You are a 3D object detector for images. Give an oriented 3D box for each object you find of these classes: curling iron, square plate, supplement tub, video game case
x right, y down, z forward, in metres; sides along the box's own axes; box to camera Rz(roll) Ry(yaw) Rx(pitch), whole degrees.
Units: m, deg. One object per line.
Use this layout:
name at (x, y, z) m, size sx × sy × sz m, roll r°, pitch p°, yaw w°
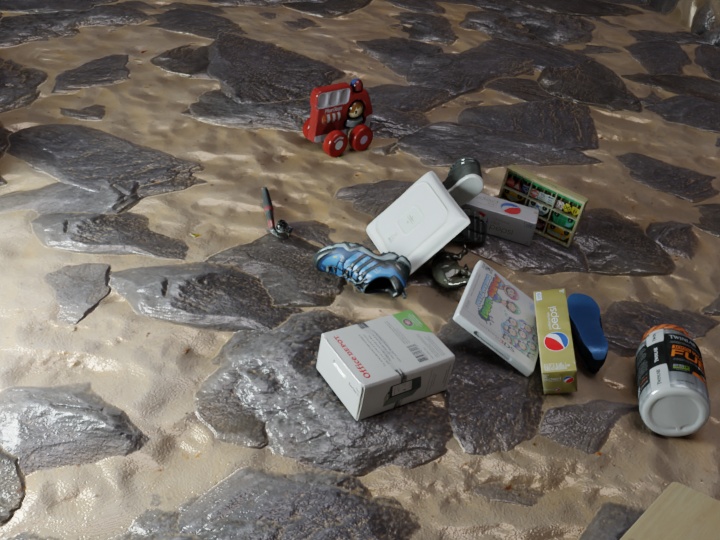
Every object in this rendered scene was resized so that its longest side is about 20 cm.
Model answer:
curling iron at (-0.192, -0.127, 1.963) m, size 0.049 × 0.026 × 0.200 m, roll 18°, pitch 25°, yaw -30°
square plate at (0.112, -0.099, 1.892) m, size 0.028 × 0.198 × 0.201 m, roll 40°, pitch 14°, yaw -42°
supplement tub at (0.571, 0.197, 1.656) m, size 0.121 × 0.123 × 0.201 m, roll 14°, pitch 36°, yaw 3°
video game case at (0.278, 0.089, 1.748) m, size 0.181 × 0.024 × 0.200 m, roll 37°, pitch 37°, yaw -4°

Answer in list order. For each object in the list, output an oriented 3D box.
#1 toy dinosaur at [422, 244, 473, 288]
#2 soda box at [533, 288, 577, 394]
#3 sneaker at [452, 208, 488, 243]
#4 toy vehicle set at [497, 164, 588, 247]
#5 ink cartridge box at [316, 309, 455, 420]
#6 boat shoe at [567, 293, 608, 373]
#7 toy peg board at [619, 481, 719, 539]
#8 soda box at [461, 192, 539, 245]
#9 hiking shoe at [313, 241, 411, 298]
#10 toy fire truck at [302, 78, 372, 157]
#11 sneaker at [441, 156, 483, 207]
toy dinosaur at (0.187, 0.003, 1.868) m, size 0.101 × 0.077 × 0.201 m, roll -13°, pitch 46°, yaw -10°
soda box at (0.366, 0.131, 1.690) m, size 0.063 × 0.068 × 0.201 m, roll -6°, pitch 46°, yaw 11°
sneaker at (0.199, -0.100, 1.990) m, size 0.199 × 0.079 × 0.076 m, roll 11°, pitch 74°, yaw -36°
toy vehicle set at (0.415, -0.150, 2.079) m, size 0.199 × 0.125 × 0.026 m, roll 28°, pitch 38°, yaw 21°
ink cartridge box at (0.042, 0.162, 1.583) m, size 0.198 × 0.085 × 0.146 m, roll -13°, pitch 42°, yaw -31°
boat shoe at (0.435, 0.122, 1.769) m, size 0.083 × 0.069 × 0.201 m, roll 5°, pitch 35°, yaw 5°
toy peg board at (0.514, 0.444, 1.350) m, size 0.198 × 0.099 × 0.199 m, roll 20°, pitch 33°, yaw 39°
soda box at (0.307, -0.126, 2.069) m, size 0.198 × 0.064 × 0.068 m, roll 18°, pitch 36°, yaw 7°
hiking shoe at (0.000, 0.000, 1.788) m, size 0.198 × 0.075 × 0.087 m, roll 7°, pitch 48°, yaw 7°
toy fire truck at (-0.047, -0.388, 2.233) m, size 0.199 × 0.169 × 0.112 m, roll -20°, pitch 46°, yaw -36°
sneaker at (0.200, -0.181, 2.021) m, size 0.071 × 0.199 × 0.100 m, roll 41°, pitch 38°, yaw -23°
